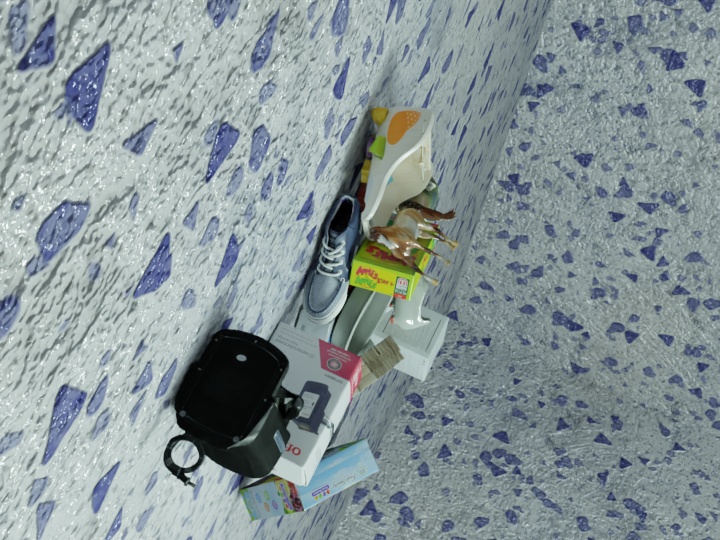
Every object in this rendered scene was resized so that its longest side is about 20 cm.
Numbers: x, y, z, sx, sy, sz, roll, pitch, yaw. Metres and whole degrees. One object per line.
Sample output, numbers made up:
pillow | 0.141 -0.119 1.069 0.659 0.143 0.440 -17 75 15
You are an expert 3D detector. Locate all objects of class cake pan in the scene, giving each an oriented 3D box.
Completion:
cake pan | 0.009 0.065 1.667 0.201 0.037 0.200 -56 167 -19

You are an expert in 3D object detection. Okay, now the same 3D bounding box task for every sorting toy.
sorting toy | 0.043 -0.144 1.525 0.200 0.106 0.181 77 31 -73

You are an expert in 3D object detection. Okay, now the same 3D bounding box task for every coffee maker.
coffee maker | -0.170 0.193 1.240 0.192 0.135 0.200 -39 160 -16

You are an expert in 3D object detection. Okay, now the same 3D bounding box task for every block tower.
block tower | 0.022 0.172 1.763 0.058 0.054 0.200 -37 176 21

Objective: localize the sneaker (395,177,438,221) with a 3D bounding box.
sneaker | 0.106 -0.139 1.772 0.200 0.067 0.090 68 39 -76

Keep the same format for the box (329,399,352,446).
box | -0.091 0.242 1.708 0.200 0.114 0.133 3 110 -80

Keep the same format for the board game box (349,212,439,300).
board game box | 0.059 -0.028 1.592 0.200 0.101 0.048 -58 161 -59

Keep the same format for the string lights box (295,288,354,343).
string lights box | -0.057 0.086 1.697 0.200 0.059 0.103 -46 157 -62

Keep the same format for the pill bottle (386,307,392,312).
pill bottle | 0.049 0.003 1.911 0.200 0.111 0.113 -47 158 -62

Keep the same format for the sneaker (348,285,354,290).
sneaker | 0.000 0.000 1.694 0.200 0.077 0.085 -50 139 -57

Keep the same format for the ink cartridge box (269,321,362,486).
ink cartridge box | -0.103 0.202 1.473 0.085 0.144 0.201 92 23 -60

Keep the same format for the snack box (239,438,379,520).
snack box | -0.091 0.365 1.683 0.168 0.068 0.200 -20 176 -36

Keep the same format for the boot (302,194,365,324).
boot | -0.047 -0.020 1.527 0.090 0.072 0.201 68 37 -66

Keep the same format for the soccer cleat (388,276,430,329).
soccer cleat | 0.086 0.008 1.772 0.069 0.077 0.201 -60 144 -79

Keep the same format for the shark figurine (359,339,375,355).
shark figurine | -0.009 0.165 1.886 0.089 0.128 0.215 40 62 -36

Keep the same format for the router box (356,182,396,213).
router box | 0.050 -0.162 1.734 0.200 0.049 0.180 -1 114 -79

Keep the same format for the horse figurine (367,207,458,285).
horse figurine | 0.090 -0.055 1.540 0.050 0.132 0.200 -59 178 34

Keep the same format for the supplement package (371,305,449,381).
supplement package | 0.071 0.127 2.044 0.114 0.199 0.110 -59 167 -30
